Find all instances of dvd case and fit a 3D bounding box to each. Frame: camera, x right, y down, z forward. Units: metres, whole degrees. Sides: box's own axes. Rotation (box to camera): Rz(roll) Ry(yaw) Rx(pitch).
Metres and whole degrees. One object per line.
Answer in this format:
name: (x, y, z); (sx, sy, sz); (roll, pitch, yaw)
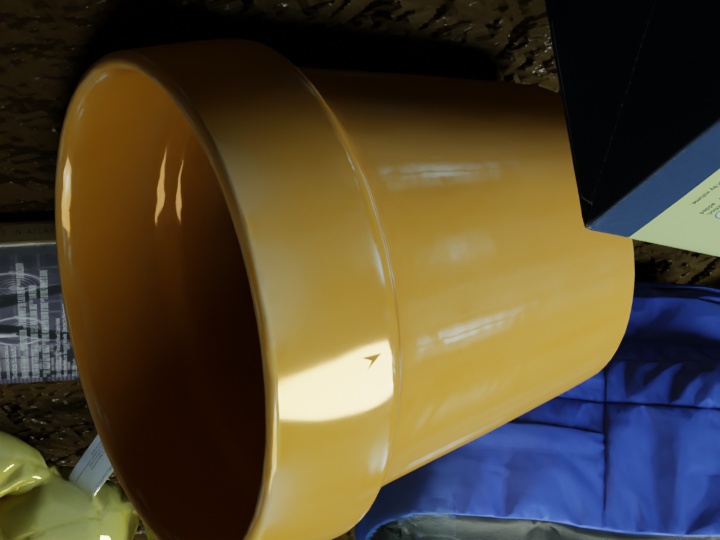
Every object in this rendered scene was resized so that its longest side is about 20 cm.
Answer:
dvd case: (-0.194, 0.018, 1.046); (0.199, 0.016, 0.149); (-3, 154, -9)

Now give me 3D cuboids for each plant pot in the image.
plant pot: (0.000, 0.000, 0.892); (0.182, 0.201, 0.200); (-12, 157, -27)

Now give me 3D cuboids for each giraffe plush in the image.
giraffe plush: (-0.192, 0.158, 1.207); (0.200, 0.173, 0.162); (-36, 172, -20)

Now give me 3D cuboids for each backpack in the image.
backpack: (0.096, 0.093, 1.093); (0.199, 0.169, 0.163); (0, 150, -2)

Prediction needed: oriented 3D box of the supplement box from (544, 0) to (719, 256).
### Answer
supplement box: (0.202, -0.100, 0.782); (0.199, 0.135, 0.200); (10, 148, -30)
